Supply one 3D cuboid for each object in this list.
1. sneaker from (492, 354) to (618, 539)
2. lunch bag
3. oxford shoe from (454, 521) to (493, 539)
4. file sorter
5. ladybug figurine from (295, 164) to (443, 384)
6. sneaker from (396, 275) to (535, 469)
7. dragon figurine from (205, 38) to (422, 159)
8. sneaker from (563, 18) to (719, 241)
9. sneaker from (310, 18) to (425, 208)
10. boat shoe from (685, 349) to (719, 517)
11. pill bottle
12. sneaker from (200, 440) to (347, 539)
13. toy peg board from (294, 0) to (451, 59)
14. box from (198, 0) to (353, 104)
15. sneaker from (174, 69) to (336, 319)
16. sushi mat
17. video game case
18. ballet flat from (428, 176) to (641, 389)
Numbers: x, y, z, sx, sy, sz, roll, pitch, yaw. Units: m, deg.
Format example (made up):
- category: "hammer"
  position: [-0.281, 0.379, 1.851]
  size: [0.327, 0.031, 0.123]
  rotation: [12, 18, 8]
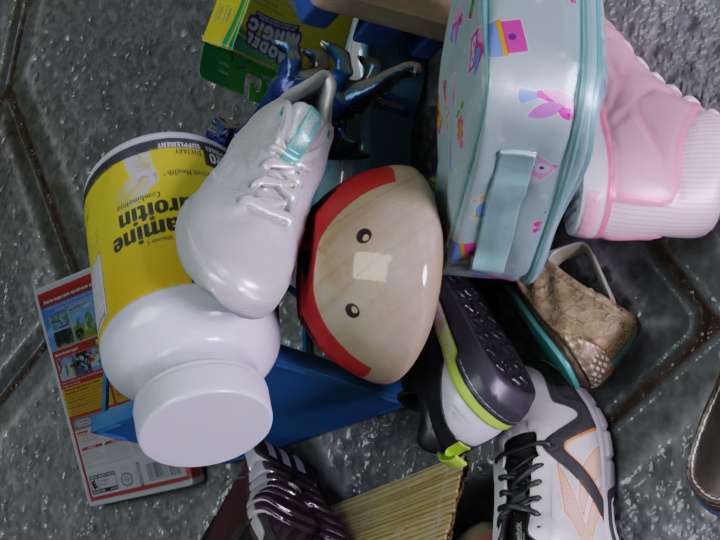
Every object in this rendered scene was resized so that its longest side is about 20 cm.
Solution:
- category: "sneaker"
  position: [0.113, 0.139, 0.734]
  size: [0.074, 0.080, 0.201]
  rotation: [-35, 54, 33]
- category: "lunch bag"
  position: [0.088, -0.089, 0.703]
  size: [0.200, 0.077, 0.161]
  rotation: [96, 176, -58]
- category: "oxford shoe"
  position: [0.025, 0.225, 0.797]
  size: [0.200, 0.070, 0.075]
  rotation: [-50, 42, 18]
- category: "file sorter"
  position: [-0.083, 0.054, 0.906]
  size: [0.199, 0.138, 0.123]
  rotation: [-23, 58, 36]
- category: "ladybug figurine"
  position: [0.000, 0.000, 0.756]
  size: [0.200, 0.071, 0.137]
  rotation: [177, 100, -82]
- category: "sneaker"
  position: [0.047, 0.049, 0.787]
  size: [0.083, 0.072, 0.200]
  rotation: [-46, 24, 17]
- category: "dragon figurine"
  position: [-0.027, -0.108, 0.857]
  size: [0.199, 0.059, 0.100]
  rotation: [13, 94, 40]
- category: "sneaker"
  position: [0.177, -0.090, 0.757]
  size: [0.201, 0.104, 0.076]
  rotation: [-85, -1, -47]
- category: "sneaker"
  position: [-0.023, -0.122, 0.943]
  size: [0.130, 0.079, 0.201]
  rotation: [-2, 75, 41]
- category: "boat shoe"
  position: [0.228, 0.043, 0.657]
  size: [0.072, 0.072, 0.201]
  rotation: [35, 101, 44]
- category: "pill bottle"
  position: [-0.112, 0.017, 0.767]
  size: [0.112, 0.112, 0.201]
  rotation: [-40, 47, 27]
- category: "sneaker"
  position: [-0.071, 0.205, 0.846]
  size: [0.116, 0.075, 0.200]
  rotation: [-58, 12, 6]
- category: "toy peg board"
  position: [0.018, -0.227, 0.867]
  size: [0.098, 0.199, 0.200]
  rotation: [-40, 52, 46]
- category: "box"
  position: [-0.049, -0.229, 0.973]
  size: [0.048, 0.117, 0.201]
  rotation: [26, 96, 45]
- category: "sneaker"
  position: [-0.052, -0.058, 0.729]
  size: [0.089, 0.075, 0.200]
  rotation: [-47, 20, 33]
- category: "sushi mat"
  position: [0.000, 0.189, 0.820]
  size: [0.200, 0.012, 0.096]
  rotation: [-31, 29, 45]
- category: "video game case"
  position: [-0.211, 0.096, 1.047]
  size: [0.143, 0.017, 0.201]
  rotation: [-18, 86, 38]
- category: "ballet flat"
  position: [0.114, -0.005, 0.799]
  size: [0.065, 0.071, 0.200]
  rotation: [-34, 54, -3]
